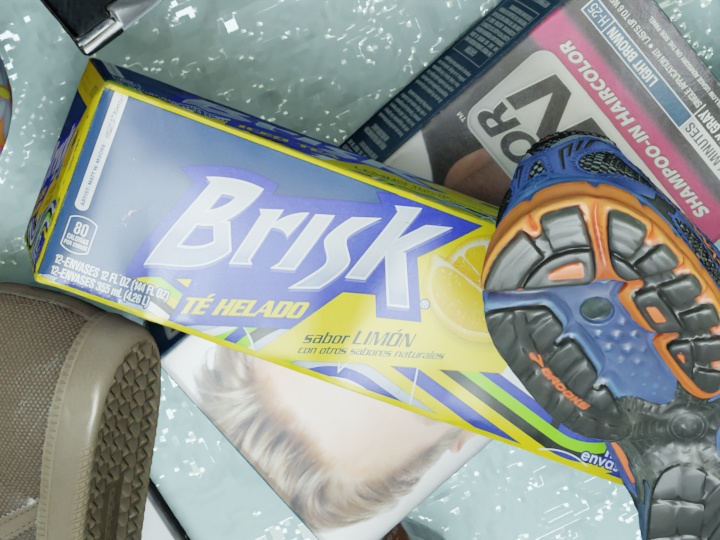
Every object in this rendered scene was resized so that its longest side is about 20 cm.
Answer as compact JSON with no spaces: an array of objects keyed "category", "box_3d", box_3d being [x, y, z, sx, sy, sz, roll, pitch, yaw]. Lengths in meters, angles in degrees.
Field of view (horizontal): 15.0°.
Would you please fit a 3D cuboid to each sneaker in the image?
[{"category":"sneaker","box_3d":[-0.117,0.098,0.900,0.075,0.070,0.201,20,109,19]},{"category":"sneaker","box_3d":[0.100,0.036,0.795,0.075,0.079,0.201,-21,124,16]}]

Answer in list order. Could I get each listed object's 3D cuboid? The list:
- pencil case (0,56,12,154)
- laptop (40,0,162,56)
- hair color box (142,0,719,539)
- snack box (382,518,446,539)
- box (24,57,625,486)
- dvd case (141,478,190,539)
[{"category":"pencil case","box_3d":[-0.158,-0.104,0.803,0.087,0.088,0.201,-15,140,-6]},{"category":"laptop","box_3d":[-0.042,-0.167,0.789,0.187,0.200,0.116,-37,109,0]},{"category":"hair color box","box_3d":[0.034,-0.007,0.915,0.200,0.061,0.100,-42,106,2]},{"category":"snack box","box_3d":[-0.020,0.185,0.943,0.024,0.072,0.201,27,97,-16]},{"category":"box","box_3d":[0.000,0.000,0.842,0.199,0.070,0.065,19,97,-13]},{"category":"dvd case","box_3d":[-0.142,0.147,0.941,0.199,0.018,0.143,-32,107,-1]}]
